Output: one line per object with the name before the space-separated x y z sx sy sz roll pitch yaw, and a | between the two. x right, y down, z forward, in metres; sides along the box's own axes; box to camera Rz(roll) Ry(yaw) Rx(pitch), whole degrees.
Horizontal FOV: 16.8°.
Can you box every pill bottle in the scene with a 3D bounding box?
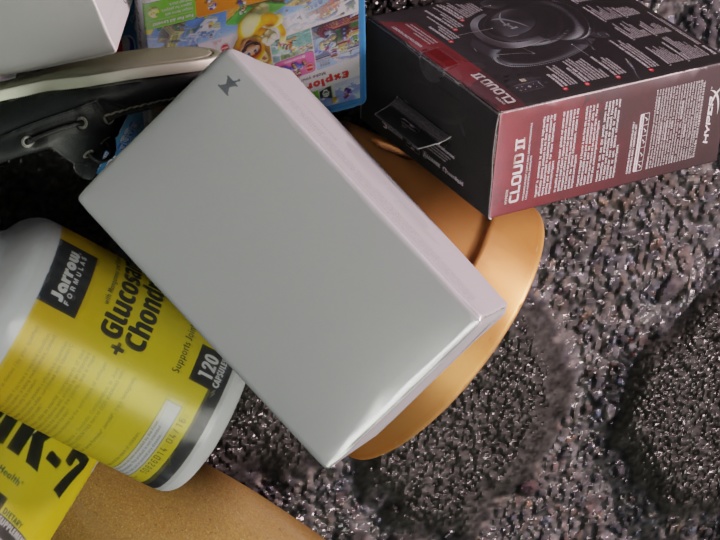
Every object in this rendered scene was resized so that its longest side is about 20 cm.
pill bottle | -0.171 0.039 1.421 0.199 0.112 0.112 28 108 -15
pill bottle | -0.212 0.091 1.515 0.114 0.114 0.201 50 57 -36

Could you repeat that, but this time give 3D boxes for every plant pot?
plant pot | 0.000 0.000 1.556 0.140 0.200 0.200 37 103 -17
plant pot | -0.143 0.192 1.627 0.186 0.187 0.200 -41 113 7

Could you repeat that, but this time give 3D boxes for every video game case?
video game case | -0.065 -0.170 1.434 0.142 0.018 0.201 -16 128 -20

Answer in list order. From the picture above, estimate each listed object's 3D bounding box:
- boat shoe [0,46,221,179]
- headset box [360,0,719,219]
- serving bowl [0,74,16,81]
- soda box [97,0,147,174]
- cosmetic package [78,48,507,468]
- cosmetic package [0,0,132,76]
boat shoe | -0.171 -0.082 1.395 0.198 0.075 0.067 -11 102 0
headset box | 0.105 -0.111 1.516 0.199 0.149 0.078 -16 125 -29
serving bowl | -0.292 -0.125 1.432 0.199 0.066 0.201 -10 123 -16
soda box | -0.104 -0.149 1.487 0.064 0.068 0.201 20 111 -34
cosmetic package | -0.031 -0.008 1.369 0.123 0.200 0.199 -43 85 5
cosmetic package | -0.196 -0.224 1.370 0.081 0.113 0.201 -11 128 15
